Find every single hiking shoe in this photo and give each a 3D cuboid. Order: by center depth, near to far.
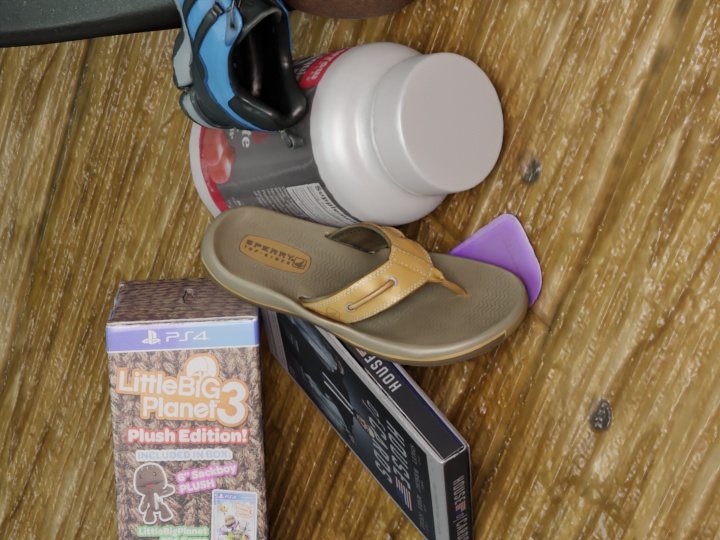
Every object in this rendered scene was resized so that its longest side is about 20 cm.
[{"bbox_3d":[-0.077,-0.171,1.359,0.086,0.074,0.201,17,135,46],"label":"hiking shoe"}]

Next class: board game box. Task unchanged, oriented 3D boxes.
[{"bbox_3d":[-0.111,0.115,1.561,0.159,0.096,0.201,-104,12,-80],"label":"board game box"}]

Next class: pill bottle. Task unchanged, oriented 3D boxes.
[{"bbox_3d":[-0.007,-0.079,1.438,0.200,0.110,0.111,-6,93,51],"label":"pill bottle"}]

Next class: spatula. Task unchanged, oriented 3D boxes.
[{"bbox_3d":[0.044,0.032,1.467,0.200,0.020,0.057,-40,72,49],"label":"spatula"}]

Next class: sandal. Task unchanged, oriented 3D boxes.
[{"bbox_3d":[0.000,0.000,1.386,0.199,0.081,0.054,17,145,9],"label":"sandal"}]

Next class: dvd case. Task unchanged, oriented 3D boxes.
[{"bbox_3d":[0.001,0.077,1.457,0.200,0.025,0.151,49,164,27],"label":"dvd case"}]

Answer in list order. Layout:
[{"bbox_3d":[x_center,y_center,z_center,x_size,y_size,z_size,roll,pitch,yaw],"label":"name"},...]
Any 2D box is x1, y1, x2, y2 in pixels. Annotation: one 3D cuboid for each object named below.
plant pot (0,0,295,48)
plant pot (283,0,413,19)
[{"bbox_3d":[-0.120,-0.243,1.496,0.177,0.199,0.201,9,104,38],"label":"plant pot"},{"bbox_3d":[-0.008,-0.255,1.370,0.187,0.186,0.201,38,140,41],"label":"plant pot"}]
